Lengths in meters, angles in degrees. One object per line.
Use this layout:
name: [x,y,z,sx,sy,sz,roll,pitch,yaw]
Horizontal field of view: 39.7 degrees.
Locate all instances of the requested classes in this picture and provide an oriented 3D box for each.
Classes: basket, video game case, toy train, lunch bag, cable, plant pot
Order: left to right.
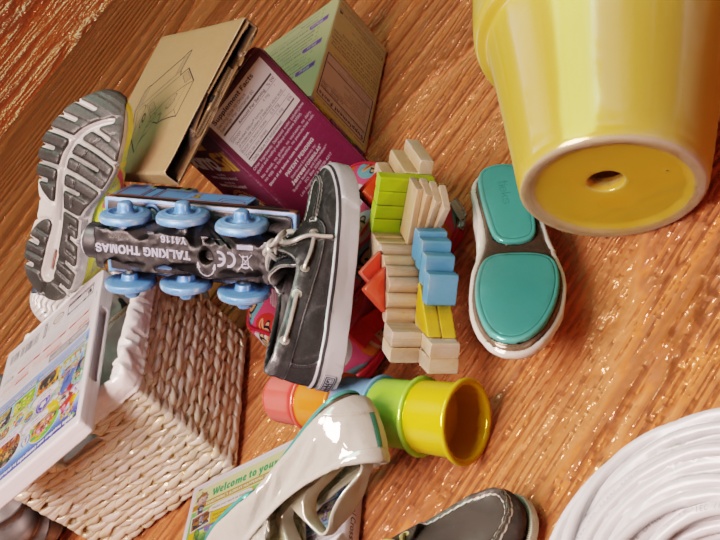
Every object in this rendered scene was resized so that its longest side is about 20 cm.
video game case: [-0.274,0.103,0.869,0.142,0.018,0.202,-38,32,19]
basket: [-0.225,0.123,0.956,0.197,0.161,0.202,-35,31,21]
toy train: [-0.139,-0.026,0.866,0.196,0.089,0.114,5,20,12]
video game case: [-0.078,0.221,0.786,0.198,0.022,0.184,-30,34,31]
lunch bag: [0.000,0.000,0.879,0.202,0.082,0.175,-55,31,-13]
plant pot: [0.176,-0.139,0.714,0.199,0.199,0.192,-19,54,40]
cable: [0.173,0.164,0.472,0.198,0.069,0.202,-34,32,22]

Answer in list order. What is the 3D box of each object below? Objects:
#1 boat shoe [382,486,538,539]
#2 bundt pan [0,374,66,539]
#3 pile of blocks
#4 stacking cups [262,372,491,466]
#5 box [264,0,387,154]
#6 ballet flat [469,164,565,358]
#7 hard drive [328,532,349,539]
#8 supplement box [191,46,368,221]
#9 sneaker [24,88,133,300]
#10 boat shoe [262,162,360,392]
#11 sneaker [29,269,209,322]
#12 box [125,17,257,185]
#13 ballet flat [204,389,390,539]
boat shoe: [0.025,0.205,0.627,0.201,0.060,0.072,-44,29,8]
bundt pan: [-0.351,0.199,1.021,0.074,0.204,0.204,-10,40,11]
pile of blocks: [0.030,-0.017,0.750,0.083,0.061,0.203,111,155,-51]
stacking cups: [0.001,0.100,0.747,0.197,0.061,0.061,3,55,42]
box: [-0.072,-0.197,1.192,0.174,0.097,0.202,-26,35,33]
ballet flat: [0.113,0.004,0.736,0.069,0.069,0.202,-31,34,27]
hard drive: [-0.053,0.264,0.604,0.199,0.133,0.027,-35,-4,21]
supplement box: [-0.091,-0.118,1.020,0.104,0.200,0.130,-54,29,-14]
sneaker: [-0.250,-0.075,0.930,0.090,0.077,0.203,-26,-37,-64]
boat shoe: [-0.043,-0.004,0.772,0.074,0.067,0.203,126,153,-57]
sneaker: [-0.279,0.042,1.122,0.129,0.196,0.081,-18,79,58]
box: [-0.184,-0.160,0.966,0.199,0.021,0.166,10,72,56]
ballet flat: [-0.048,0.171,0.712,0.201,0.069,0.070,-50,26,25]
